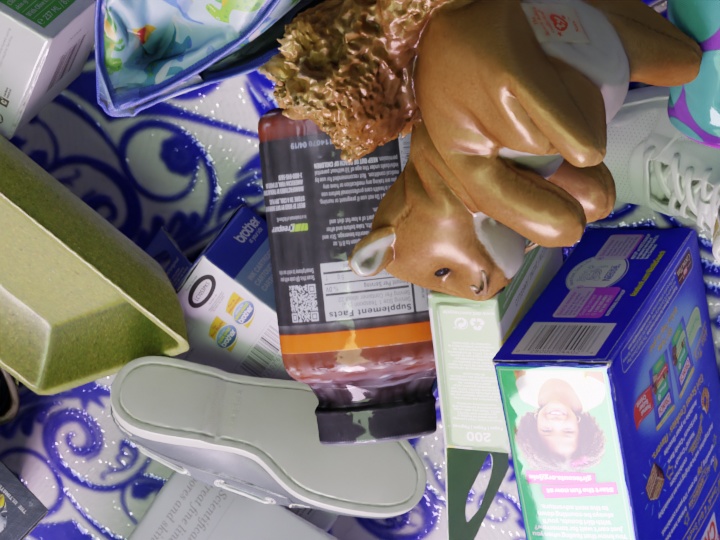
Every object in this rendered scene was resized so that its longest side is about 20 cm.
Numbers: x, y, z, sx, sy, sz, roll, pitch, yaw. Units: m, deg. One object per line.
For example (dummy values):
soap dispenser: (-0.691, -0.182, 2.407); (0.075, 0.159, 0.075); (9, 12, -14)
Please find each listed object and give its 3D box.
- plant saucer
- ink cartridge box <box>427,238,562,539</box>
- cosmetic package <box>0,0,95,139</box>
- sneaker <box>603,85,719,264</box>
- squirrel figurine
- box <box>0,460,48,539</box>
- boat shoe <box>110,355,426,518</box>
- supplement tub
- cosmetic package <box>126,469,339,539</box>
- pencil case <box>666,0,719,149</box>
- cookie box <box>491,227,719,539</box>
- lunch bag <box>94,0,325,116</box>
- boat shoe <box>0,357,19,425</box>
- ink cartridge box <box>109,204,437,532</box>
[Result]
plant saucer: (-0.216, -0.012, 1.718); (0.200, 0.048, 0.199); (40, 150, -21)
ink cartridge box: (0.085, 0.070, 1.647); (0.048, 0.146, 0.201); (3, 118, 18)
cosmetic package: (-0.262, -0.177, 1.683); (0.200, 0.108, 0.085); (31, 125, 3)
sneaker: (0.198, -0.046, 1.555); (0.199, 0.116, 0.074); (5, 121, 22)
squirrel figurine: (0.048, -0.082, 1.500); (0.200, 0.142, 0.187); (38, 130, 1)
box: (-0.303, 0.110, 1.843); (0.200, 0.051, 0.158); (47, 164, -7)
boat shoe: (-0.056, 0.107, 1.694); (0.199, 0.073, 0.062); (17, 154, 3)
supplement tub: (0.000, 0.000, 1.632); (0.107, 0.107, 0.201); (-5, 92, 25)
cosmetic package: (-0.093, 0.251, 1.768); (0.165, 0.165, 0.200); (31, 153, 5)
pencil case: (0.213, -0.168, 1.500); (0.092, 0.085, 0.201); (16, 123, 27)
cookie box: (0.153, 0.101, 1.621); (0.075, 0.171, 0.201); (0, 117, 26)
lunch bag: (-0.063, -0.187, 1.555); (0.127, 0.170, 0.200); (39, 124, 3)
boat shoe: (-0.293, 0.022, 1.817); (0.200, 0.072, 0.059); (55, 160, -16)
ink cartridge box: (-0.064, 0.056, 1.745); (0.200, 0.076, 0.137); (36, 125, -1)
